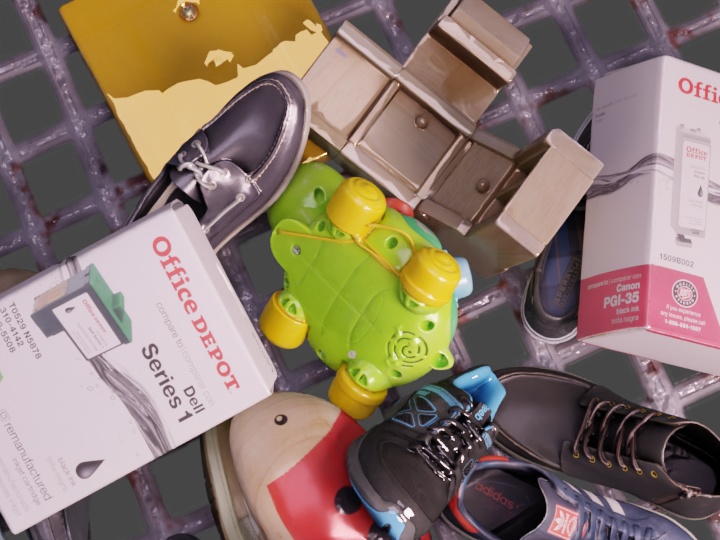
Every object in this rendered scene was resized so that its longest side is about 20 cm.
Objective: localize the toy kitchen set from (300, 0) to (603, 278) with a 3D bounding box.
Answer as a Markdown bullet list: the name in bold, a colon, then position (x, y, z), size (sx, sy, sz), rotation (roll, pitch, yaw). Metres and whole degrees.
- **toy kitchen set**: position (0.075, -0.126, 1.456), size (0.200, 0.180, 0.164), rotation (38, 81, -4)

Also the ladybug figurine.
- **ladybug figurine**: position (-0.011, 0.165, 1.422), size (0.072, 0.136, 0.201), rotation (-30, 104, 26)

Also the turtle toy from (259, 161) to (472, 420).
- **turtle toy**: position (0.000, 0.000, 1.477), size (0.200, 0.101, 0.146), rotation (45, 120, 20)

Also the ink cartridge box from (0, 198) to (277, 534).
- **ink cartridge box**: position (-0.174, 0.061, 1.380), size (0.199, 0.084, 0.147), rotation (-29, 94, 2)

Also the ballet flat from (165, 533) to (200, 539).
- **ballet flat**: position (-0.100, 0.268, 1.417), size (0.072, 0.073, 0.201), rotation (-7, 63, -2)

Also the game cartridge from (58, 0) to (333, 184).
- **game cartridge**: position (-0.107, -0.150, 1.556), size (0.175, 0.032, 0.201), rotation (-28, 81, -7)

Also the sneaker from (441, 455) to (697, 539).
- **sneaker**: position (0.149, 0.184, 1.450), size (0.198, 0.085, 0.076), rotation (16, 77, 3)

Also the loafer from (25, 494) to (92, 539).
- **loafer**: position (-0.212, 0.128, 1.468), size (0.070, 0.068, 0.202), rotation (-14, 74, 4)

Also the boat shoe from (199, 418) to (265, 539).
- **boat shoe**: position (-0.063, 0.194, 1.454), size (0.063, 0.073, 0.202), rotation (-18, 81, -9)

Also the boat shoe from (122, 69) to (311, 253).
- **boat shoe**: position (-0.109, -0.059, 1.469), size (0.073, 0.063, 0.200), rotation (45, 108, 15)

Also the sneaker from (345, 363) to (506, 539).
- **sneaker**: position (0.047, 0.116, 1.395), size (0.082, 0.200, 0.073), rotation (-34, 101, 20)

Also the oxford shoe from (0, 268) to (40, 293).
- **oxford shoe**: position (-0.170, 0.041, 1.455), size (0.199, 0.075, 0.071), rotation (25, 48, -19)

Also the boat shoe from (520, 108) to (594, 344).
- **boat shoe**: position (0.173, -0.041, 1.517), size (0.068, 0.057, 0.201), rotation (20, 78, 4)

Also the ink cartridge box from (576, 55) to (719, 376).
- **ink cartridge box**: position (0.239, -0.037, 1.474), size (0.146, 0.083, 0.202), rotation (13, 75, -30)

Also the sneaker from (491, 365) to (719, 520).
- **sneaker**: position (0.176, 0.111, 1.456), size (0.199, 0.106, 0.075), rotation (20, 78, 4)

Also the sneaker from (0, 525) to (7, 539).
- **sneaker**: position (-0.290, 0.171, 1.451), size (0.073, 0.082, 0.202), rotation (-14, 79, -3)
